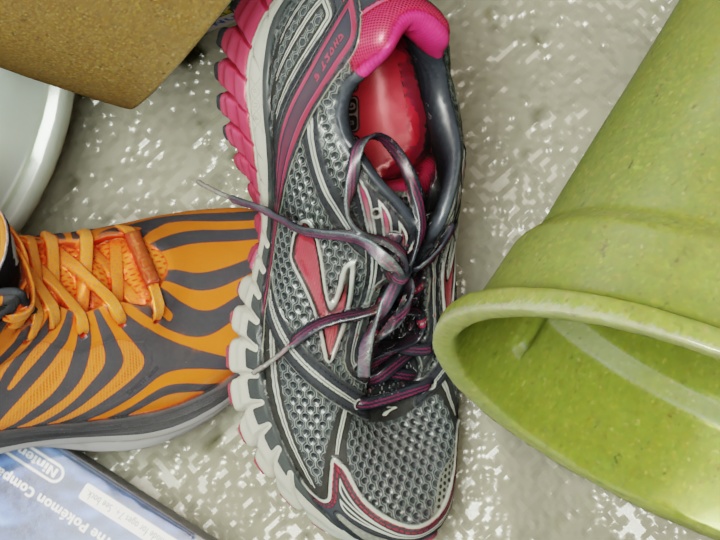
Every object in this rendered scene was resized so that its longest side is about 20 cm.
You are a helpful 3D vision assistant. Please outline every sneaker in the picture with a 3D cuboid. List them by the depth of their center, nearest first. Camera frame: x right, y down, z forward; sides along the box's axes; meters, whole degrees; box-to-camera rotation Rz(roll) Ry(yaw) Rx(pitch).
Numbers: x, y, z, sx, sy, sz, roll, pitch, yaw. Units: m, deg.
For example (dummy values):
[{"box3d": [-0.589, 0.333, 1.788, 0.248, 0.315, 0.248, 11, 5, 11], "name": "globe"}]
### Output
[{"box3d": [-0.101, 0.010, 0.965, 0.200, 0.112, 0.078, -21, 64, -22], "name": "sneaker"}, {"box3d": [0.000, 0.000, 0.967, 0.081, 0.075, 0.200, -19, 109, -32], "name": "sneaker"}]

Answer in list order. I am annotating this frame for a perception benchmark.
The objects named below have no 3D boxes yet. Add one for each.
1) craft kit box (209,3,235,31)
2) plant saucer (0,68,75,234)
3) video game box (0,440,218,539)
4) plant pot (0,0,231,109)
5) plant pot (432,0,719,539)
[{"box3d": [-0.077, -0.181, 1.029, 0.197, 0.049, 0.200, -19, 79, 23], "name": "craft kit box"}, {"box3d": [-0.196, -0.076, 1.022, 0.200, 0.050, 0.200, -2, 85, 24], "name": "plant saucer"}, {"box3d": [-0.107, 0.164, 1.004, 0.200, 0.047, 0.182, 31, 88, 11], "name": "video game box"}, {"box3d": [-0.124, -0.146, 0.925, 0.200, 0.186, 0.186, 39, 88, -10], "name": "plant pot"}, {"box3d": [0.150, -0.020, 0.938, 0.200, 0.200, 0.184, 22, 74, 10], "name": "plant pot"}]
